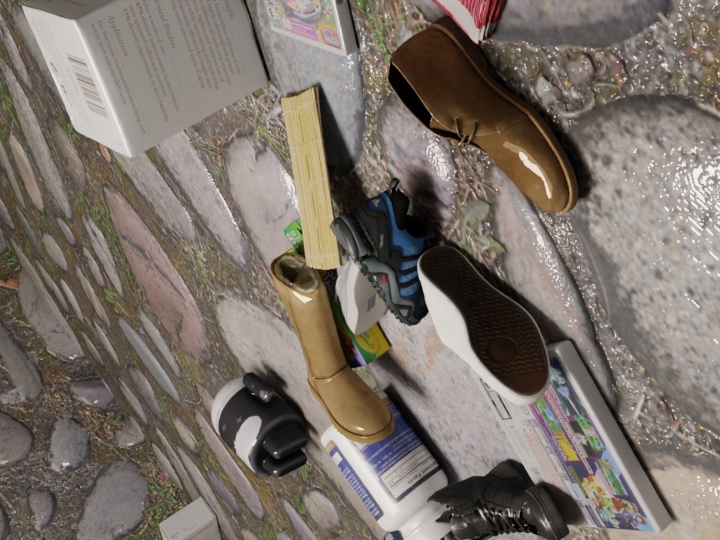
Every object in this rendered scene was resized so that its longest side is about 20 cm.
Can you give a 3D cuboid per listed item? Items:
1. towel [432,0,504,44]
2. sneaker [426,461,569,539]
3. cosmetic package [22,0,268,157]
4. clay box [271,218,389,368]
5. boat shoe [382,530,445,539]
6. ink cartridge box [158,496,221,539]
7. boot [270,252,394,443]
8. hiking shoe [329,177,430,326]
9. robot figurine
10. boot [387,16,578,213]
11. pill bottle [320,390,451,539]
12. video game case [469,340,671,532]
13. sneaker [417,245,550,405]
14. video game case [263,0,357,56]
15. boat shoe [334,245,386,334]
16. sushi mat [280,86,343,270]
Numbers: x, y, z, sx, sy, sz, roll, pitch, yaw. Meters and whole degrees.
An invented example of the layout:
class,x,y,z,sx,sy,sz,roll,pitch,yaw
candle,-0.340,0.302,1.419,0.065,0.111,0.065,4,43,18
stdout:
class,x,y,z,sx,sy,sz,roll,pitch,yaw
towel,0.067,-0.285,0.776,0.144,0.023,0.201,49,154,23
sneaker,0.148,0.272,1.137,0.061,0.103,0.200,61,171,-14
cosmetic package,-0.246,-0.261,1.185,0.165,0.199,0.169,25,140,49
clay box,-0.048,0.032,1.334,0.202,0.047,0.115,59,155,-3
boat shoe,0.058,0.334,1.459,0.069,0.083,0.203,-39,69,47
ink cartridge box,-0.471,0.742,2.861,0.083,0.144,0.202,44,152,30
boot,-0.038,0.098,1.256,0.174,0.066,0.202,32,145,45
hiking shoe,0.046,-0.010,1.075,0.075,0.086,0.200,54,-179,35
robot figurine,-0.170,0.267,1.758,0.199,0.152,0.124,35,-176,41
boot,0.098,-0.116,0.851,0.201,0.075,0.074,51,153,14
pill bottle,0.046,0.270,1.356,0.201,0.110,0.111,53,155,13
video game case,0.207,0.171,1.041,0.202,0.023,0.182,61,156,-2
sneaker,0.125,0.065,1.016,0.085,0.072,0.201,80,163,-48
video game case,-0.070,-0.319,1.002,0.143,0.018,0.202,32,144,47
boat shoe,0.000,0.000,1.193,0.069,0.072,0.201,48,163,21
sushi mat,-0.055,-0.101,1.163,0.095,0.012,0.204,6,107,62
